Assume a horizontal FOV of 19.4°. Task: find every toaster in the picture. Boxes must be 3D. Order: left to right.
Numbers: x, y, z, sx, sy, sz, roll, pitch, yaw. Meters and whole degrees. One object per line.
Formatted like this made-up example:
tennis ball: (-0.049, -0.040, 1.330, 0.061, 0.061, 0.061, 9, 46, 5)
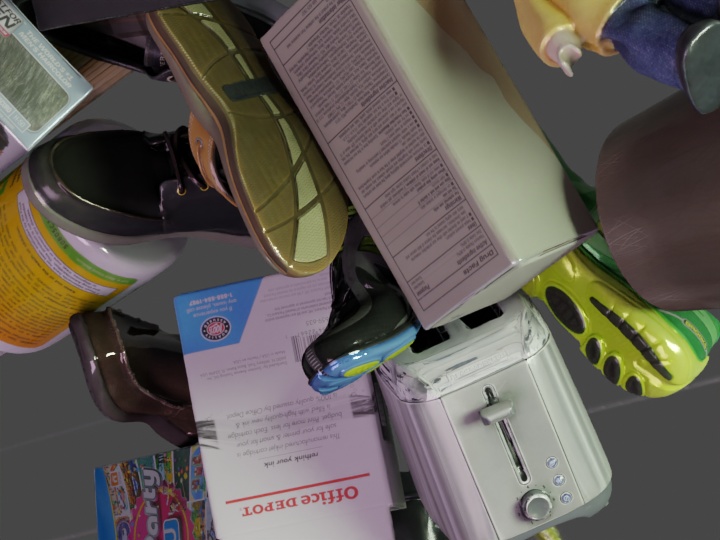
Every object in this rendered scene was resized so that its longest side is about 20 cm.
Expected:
toaster: (0.072, 0.077, 1.296, 0.114, 0.200, 0.129, -23, 111, -2)

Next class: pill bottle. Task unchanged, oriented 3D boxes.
pill bottle: (-0.215, -0.011, 1.414, 0.200, 0.111, 0.111, -31, 104, 40)

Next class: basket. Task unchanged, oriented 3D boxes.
basket: (0.238, -0.055, 1.129, 0.200, 0.136, 0.180, -16, 96, 41)

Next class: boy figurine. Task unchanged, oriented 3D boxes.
boy figurine: (0.133, -0.160, 1.125, 0.200, 0.124, 0.064, 39, 170, 39)

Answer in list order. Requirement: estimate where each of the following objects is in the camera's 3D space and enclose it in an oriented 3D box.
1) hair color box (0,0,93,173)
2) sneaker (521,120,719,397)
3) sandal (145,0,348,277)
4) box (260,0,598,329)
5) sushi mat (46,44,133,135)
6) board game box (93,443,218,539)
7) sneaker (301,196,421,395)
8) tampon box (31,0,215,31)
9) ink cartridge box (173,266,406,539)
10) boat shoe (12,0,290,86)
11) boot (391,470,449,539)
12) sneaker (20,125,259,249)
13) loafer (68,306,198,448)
hair color box: (-0.244, -0.113, 1.333, 0.099, 0.061, 0.200, 47, 160, -10)
sneaker: (0.136, -0.014, 1.251, 0.200, 0.084, 0.074, 54, 135, 10)
sandal: (-0.071, -0.078, 1.221, 0.054, 0.080, 0.200, -47, 66, 41)
box: (0.038, -0.078, 1.202, 0.095, 0.078, 0.200, -37, 79, 46)
sushi mat: (-0.178, -0.163, 1.350, 0.200, 0.012, 0.096, -30, 106, 40)
board game box: (-0.101, 0.197, 1.464, 0.200, 0.064, 0.148, -17, 74, 48)
sneaker: (0.000, 0.000, 1.244, 0.071, 0.200, 0.083, -31, 111, 36)
tampon box: (-0.073, -0.221, 1.147, 0.200, 0.150, 0.126, -5, 108, 30)
ink cartridge box: (-0.041, 0.104, 1.344, 0.116, 0.067, 0.200, -12, 82, 8)
boat shoe: (-0.117, -0.141, 1.286, 0.200, 0.057, 0.069, 19, 135, 6)
boot: (-0.001, 0.238, 1.447, 0.198, 0.162, 0.073, -25, 151, 35)
sneaker: (-0.100, -0.070, 1.278, 0.106, 0.200, 0.075, -42, 55, 45)
loafer: (-0.131, 0.062, 1.409, 0.071, 0.200, 0.073, -25, 70, 11)
